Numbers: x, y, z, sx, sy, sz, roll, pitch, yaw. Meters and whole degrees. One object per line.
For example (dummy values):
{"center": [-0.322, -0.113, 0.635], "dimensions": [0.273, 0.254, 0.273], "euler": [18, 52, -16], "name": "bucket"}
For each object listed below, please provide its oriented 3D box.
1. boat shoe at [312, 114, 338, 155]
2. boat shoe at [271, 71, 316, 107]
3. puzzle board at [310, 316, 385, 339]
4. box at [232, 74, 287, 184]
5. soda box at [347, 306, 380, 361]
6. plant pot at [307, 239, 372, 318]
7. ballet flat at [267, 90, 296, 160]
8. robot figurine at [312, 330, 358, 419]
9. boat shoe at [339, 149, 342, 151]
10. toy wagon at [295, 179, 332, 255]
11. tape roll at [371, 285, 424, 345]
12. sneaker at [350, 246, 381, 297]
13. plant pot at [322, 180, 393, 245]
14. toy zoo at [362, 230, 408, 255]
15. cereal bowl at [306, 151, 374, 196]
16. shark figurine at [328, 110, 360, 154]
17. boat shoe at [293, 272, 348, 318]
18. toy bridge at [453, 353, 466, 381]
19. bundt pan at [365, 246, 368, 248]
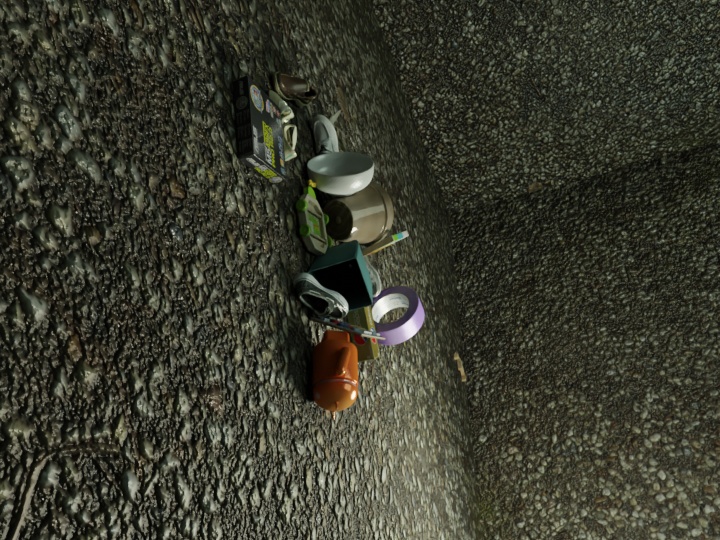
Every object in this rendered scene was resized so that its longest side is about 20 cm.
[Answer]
{"center": [-0.108, -0.377, 1.732], "dimensions": [0.069, 0.070, 0.205], "euler": [-66, 148, -62], "name": "boat shoe"}
{"center": [-0.181, -0.522, 1.576], "dimensions": [0.202, 0.073, 0.077], "euler": [-20, 97, -72], "name": "boat shoe"}
{"center": [-0.029, 0.151, 1.475], "dimensions": [0.199, 0.147, 0.018], "euler": [25, 81, -68], "name": "puzzle board"}
{"center": [-0.236, -0.327, 1.319], "dimensions": [0.160, 0.043, 0.205], "euler": [35, 45, -66], "name": "box"}
{"center": [0.005, 0.169, 1.694], "dimensions": [0.068, 0.063, 0.205], "euler": [4, 73, -71], "name": "soda box"}
{"center": [-0.044, 0.005, 1.545], "dimensions": [0.201, 0.138, 0.144], "euler": [-78, 150, -65], "name": "plant pot"}
{"center": [-0.198, -0.379, 1.442], "dimensions": [0.069, 0.068, 0.205], "euler": [26, 53, -68], "name": "ballet flat"}
{"center": [-0.062, 0.247, 1.347], "dimensions": [0.116, 0.142, 0.204], "euler": [32, 45, -43], "name": "robot figurine"}
{"center": [-0.076, -0.364, 1.811], "dimensions": [0.071, 0.063, 0.204], "euler": [-56, 131, -66], "name": "boat shoe"}
{"center": [-0.131, -0.147, 1.527], "dimensions": [0.155, 0.039, 0.205], "euler": [28, 50, -67], "name": "toy wagon"}
{"center": [0.105, 0.143, 1.804], "dimensions": [0.203, 0.195, 0.066], "euler": [-82, 152, -49], "name": "tape roll"}
{"center": [0.000, 0.000, 1.808], "dimensions": [0.203, 0.074, 0.082], "euler": [63, 26, -9], "name": "sneaker"}
{"center": [-0.025, -0.164, 1.680], "dimensions": [0.172, 0.196, 0.205], "euler": [-22, 98, -54], "name": "plant pot"}
{"center": [0.080, -0.088, 1.802], "dimensions": [0.021, 0.129, 0.199], "euler": [64, 22, 0], "name": "toy zoo"}
{"center": [-0.057, -0.273, 1.619], "dimensions": [0.202, 0.194, 0.085], "euler": [-74, 165, -57], "name": "cereal bowl"}
{"center": [-0.053, -0.419, 1.875], "dimensions": [0.088, 0.129, 0.217], "euler": [-16, 67, -35], "name": "shark figurine"}
{"center": [-0.100, 0.083, 1.400], "dimensions": [0.199, 0.071, 0.072], "euler": [37, 34, -42], "name": "boat shoe"}
{"center": [0.590, 0.563, 3.312], "dimensions": [0.068, 0.027, 0.203], "euler": [-79, 151, -57], "name": "toy bridge"}
{"center": [0.006, -0.154, 1.908], "dimensions": [0.201, 0.074, 0.207], "euler": [-12, 90, -72], "name": "bundt pan"}
